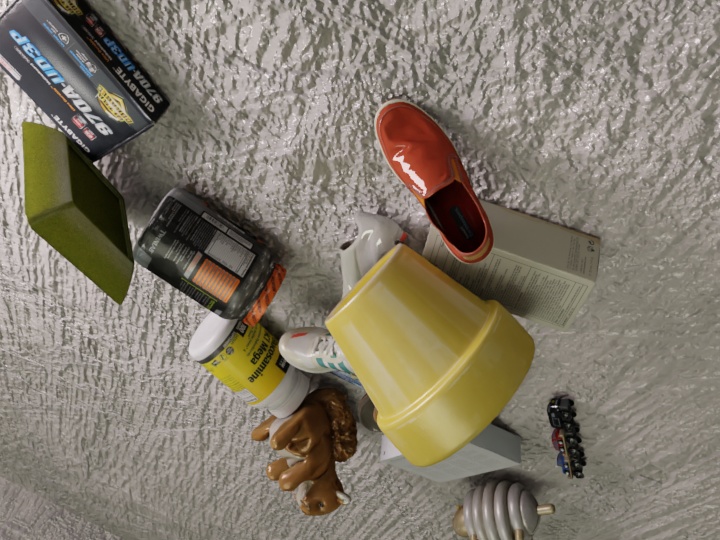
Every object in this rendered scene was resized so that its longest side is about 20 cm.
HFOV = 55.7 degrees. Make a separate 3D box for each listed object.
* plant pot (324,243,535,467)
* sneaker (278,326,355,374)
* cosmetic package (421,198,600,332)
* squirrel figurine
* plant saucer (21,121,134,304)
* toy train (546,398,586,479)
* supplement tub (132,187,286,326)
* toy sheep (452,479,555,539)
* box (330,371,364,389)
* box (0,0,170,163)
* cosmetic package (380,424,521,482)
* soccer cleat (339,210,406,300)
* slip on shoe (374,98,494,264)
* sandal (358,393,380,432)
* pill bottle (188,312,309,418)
[{"bbox_3d":[0.065,0.082,0.782,0.189,0.201,0.201,45,138,-3],"label":"plant pot"},{"bbox_3d":[-0.024,0.110,0.981,0.194,0.072,0.094,14,149,6],"label":"sneaker"},{"bbox_3d":[0.173,-0.012,0.817,0.195,0.074,0.105,20,141,6],"label":"cosmetic package"},{"bbox_3d":[-0.068,0.320,1.198,0.141,0.198,0.190,-19,103,57],"label":"squirrel figurine"},{"bbox_3d":[-0.375,-0.086,0.932,0.047,0.202,0.201,-25,143,3],"label":"plant saucer"},{"bbox_3d":[0.323,0.268,1.074,0.045,0.034,0.203,2,135,29],"label":"toy train"},{"bbox_3d":[-0.211,-0.015,0.970,0.198,0.124,0.122,35,139,-12],"label":"supplement tub"},{"bbox_3d":[0.256,0.446,1.225,0.196,0.140,0.139,-16,127,25],"label":"toy sheep"},{"bbox_3d":[0.048,0.154,1.085,0.196,0.040,0.138,25,139,0],"label":"box"},{"bbox_3d":[-0.357,-0.247,0.852,0.156,0.047,0.201,-14,127,37],"label":"box"},{"bbox_3d":[0.150,0.304,1.159,0.149,0.053,0.198,25,143,-30],"label":"cosmetic package"},{"bbox_3d":[0.000,0.000,0.928,0.076,0.070,0.202,27,134,5],"label":"soccer cleat"},{"bbox_3d":[0.081,-0.098,0.734,0.073,0.061,0.203,-31,89,9],"label":"slip on shoe"},{"bbox_3d":[0.060,0.223,1.079,0.081,0.055,0.198,41,138,-19],"label":"sandal"},{"bbox_3d":[-0.182,0.155,1.146,0.111,0.114,0.200,-23,122,41],"label":"pill bottle"}]
